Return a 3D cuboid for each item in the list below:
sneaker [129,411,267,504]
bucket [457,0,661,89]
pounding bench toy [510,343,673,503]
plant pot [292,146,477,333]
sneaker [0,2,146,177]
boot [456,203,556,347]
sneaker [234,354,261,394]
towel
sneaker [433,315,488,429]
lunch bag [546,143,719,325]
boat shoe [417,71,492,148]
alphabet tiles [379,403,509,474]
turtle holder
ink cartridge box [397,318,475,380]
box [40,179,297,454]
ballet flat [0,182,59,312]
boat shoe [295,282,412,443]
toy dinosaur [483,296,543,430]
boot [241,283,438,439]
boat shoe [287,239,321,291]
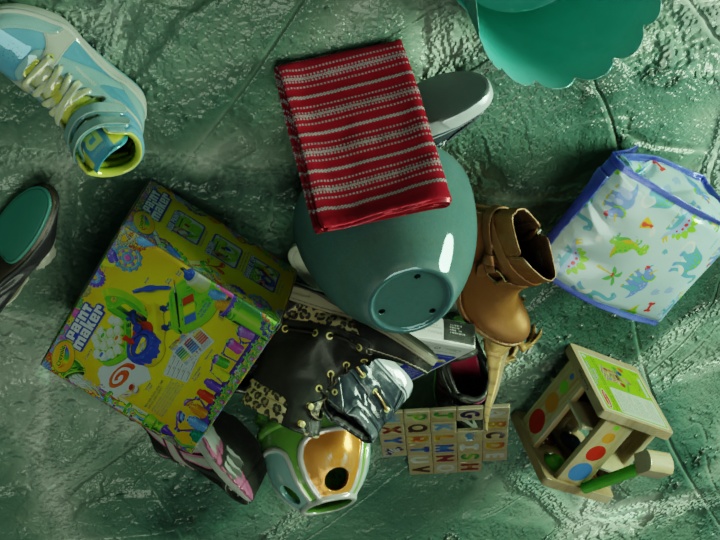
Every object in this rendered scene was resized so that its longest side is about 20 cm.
[{"bbox_3d":[-0.198,0.203,1.669,0.200,0.080,0.086,48,126,2],"label":"sneaker"},{"bbox_3d":[0.184,-0.297,1.366,0.204,0.135,0.209,-9,130,-11],"label":"bucket"},{"bbox_3d":[0.303,0.230,1.795,0.123,0.201,0.157,19,120,-30],"label":"pounding bench toy"},{"bbox_3d":[0.037,-0.014,1.452,0.197,0.136,0.202,-8,135,-8],"label":"plant pot"},{"bbox_3d":[-0.279,-0.166,1.331,0.199,0.131,0.079,32,116,-35],"label":"sneaker"},{"bbox_3d":[0.173,0.006,1.580,0.077,0.154,0.201,-41,111,-30],"label":"boot"},{"bbox_3d":[-0.102,0.118,1.655,0.197,0.079,0.076,-7,131,-12],"label":"sneaker"},{"bbox_3d":[0.001,-0.137,1.404,0.143,0.202,0.023,-12,156,-8],"label":"towel"},{"bbox_3d":[0.130,0.150,1.751,0.076,0.084,0.201,-20,131,0],"label":"sneaker"},{"bbox_3d":[0.310,-0.046,1.620,0.198,0.128,0.171,13,124,-38],"label":"lunch bag"},{"bbox_3d":[0.058,-0.136,1.500,0.198,0.071,0.091,-25,137,9],"label":"boat shoe"},{"bbox_3d":[0.108,0.221,1.798,0.165,0.008,0.201,-4,149,2],"label":"alphabet tiles"},{"bbox_3d":[-0.065,0.231,1.709,0.140,0.133,0.185,6,153,-46],"label":"turtle holder"},{"bbox_3d":[0.049,0.100,1.682,0.094,0.038,0.200,11,155,-25],"label":"ink cartridge box"},{"bbox_3d":[-0.204,0.050,1.496,0.191,0.122,0.201,32,117,-10],"label":"box"},{"bbox_3d":[-0.369,-0.011,1.480,0.073,0.073,0.200,30,108,-35],"label":"ballet flat"},{"bbox_3d":[-0.033,0.106,1.607,0.200,0.091,0.071,42,151,-8],"label":"boat shoe"},{"bbox_3d":[0.168,0.094,1.703,0.060,0.203,0.106,-3,171,42],"label":"toy dinosaur"},{"bbox_3d":[-0.028,0.113,1.542,0.198,0.073,0.152,24,89,10],"label":"boot"},{"bbox_3d":[-0.002,0.001,1.604,0.201,0.061,0.072,31,145,-34],"label":"boat shoe"}]
